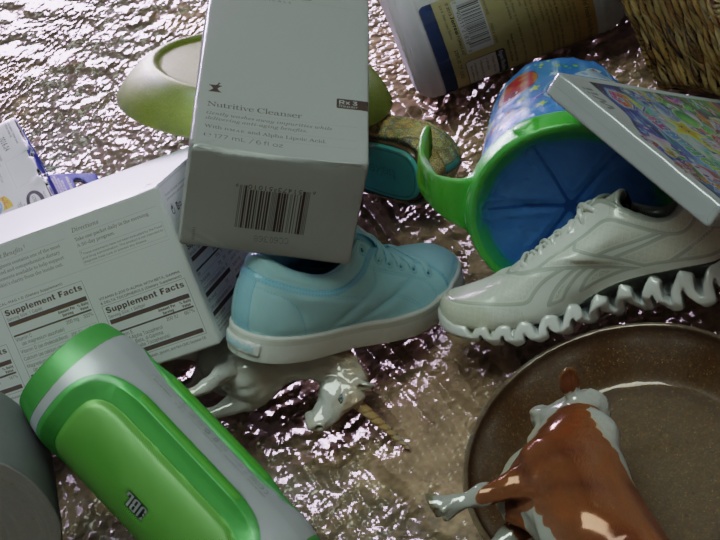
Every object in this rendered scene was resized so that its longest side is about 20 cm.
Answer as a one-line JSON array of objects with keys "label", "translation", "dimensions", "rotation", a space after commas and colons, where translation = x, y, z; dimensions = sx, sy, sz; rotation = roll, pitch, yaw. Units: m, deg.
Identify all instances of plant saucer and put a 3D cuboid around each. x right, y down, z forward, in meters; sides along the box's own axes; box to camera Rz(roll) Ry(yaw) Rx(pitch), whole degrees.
[{"label": "plant saucer", "translation": [0.161, 0.117, 1.182], "dimensions": [0.200, 0.037, 0.201], "rotation": [-11, 44, 11]}, {"label": "plant saucer", "translation": [-0.076, -0.138, 1.426], "dimensions": [0.199, 0.031, 0.200], "rotation": [2, 23, -1]}]

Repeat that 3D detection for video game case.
[{"label": "video game case", "translation": [0.222, -0.070, 1.234], "dimensions": [0.143, 0.200, 0.018], "rotation": [45, 116, 32]}]

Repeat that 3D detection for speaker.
[{"label": "speaker", "translation": [-0.112, 0.126, 1.190], "dimensions": [0.088, 0.088, 0.200], "rotation": [-41, 78, -19]}]

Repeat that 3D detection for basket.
[{"label": "basket", "translation": [0.254, -0.229, 1.342], "dimensions": [0.143, 0.200, 0.149], "rotation": [-31, 18, -13]}]

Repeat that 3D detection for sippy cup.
[{"label": "sippy cup", "translation": [0.137, -0.072, 1.320], "dimensions": [0.140, 0.178, 0.130], "rotation": [-47, 21, 29]}]

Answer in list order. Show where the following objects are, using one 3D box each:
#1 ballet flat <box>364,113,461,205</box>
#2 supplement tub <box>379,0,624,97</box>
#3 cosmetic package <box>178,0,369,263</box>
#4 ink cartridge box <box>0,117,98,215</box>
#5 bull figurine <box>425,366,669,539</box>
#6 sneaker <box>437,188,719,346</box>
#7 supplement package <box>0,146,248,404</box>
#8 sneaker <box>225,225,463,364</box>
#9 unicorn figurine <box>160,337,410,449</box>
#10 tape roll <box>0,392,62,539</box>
[{"label": "ballet flat", "translation": [-0.011, -0.094, 1.449], "dimensions": [0.200, 0.071, 0.071], "rotation": [18, 56, 35]}, {"label": "supplement tub", "translation": [0.112, -0.226, 1.462], "dimensions": [0.200, 0.145, 0.145], "rotation": [-21, 43, 2]}, {"label": "cosmetic package", "translation": [-0.053, -0.098, 1.261], "dimensions": [0.113, 0.081, 0.200], "rotation": [6, 39, -7]}, {"label": "ink cartridge box", "translation": [-0.287, -0.026, 1.479], "dimensions": [0.200, 0.076, 0.137], "rotation": [-29, 44, -4]}, {"label": "bull figurine", "translation": [0.114, 0.143, 1.106], "dimensions": [0.121, 0.065, 0.200], "rotation": [-29, 41, -1]}, {"label": "sneaker", "translation": [0.142, -0.007, 1.252], "dimensions": [0.200, 0.081, 0.075], "rotation": [-14, 17, 11]}, {"label": "supplement package", "translation": [-0.185, 0.008, 1.321], "dimensions": [0.200, 0.111, 0.156], "rotation": [-18, 12, 13]}, {"label": "sneaker", "translation": [0.000, 0.000, 1.281], "dimensions": [0.074, 0.082, 0.200], "rotation": [27, 30, 34]}, {"label": "unicorn figurine", "translation": [-0.082, 0.072, 1.295], "dimensions": [0.137, 0.074, 0.200], "rotation": [-26, 36, -20]}, {"label": "tape roll", "translation": [-0.284, 0.154, 1.210], "dimensions": [0.200, 0.200, 0.066], "rotation": [-20, 44, 2]}]
